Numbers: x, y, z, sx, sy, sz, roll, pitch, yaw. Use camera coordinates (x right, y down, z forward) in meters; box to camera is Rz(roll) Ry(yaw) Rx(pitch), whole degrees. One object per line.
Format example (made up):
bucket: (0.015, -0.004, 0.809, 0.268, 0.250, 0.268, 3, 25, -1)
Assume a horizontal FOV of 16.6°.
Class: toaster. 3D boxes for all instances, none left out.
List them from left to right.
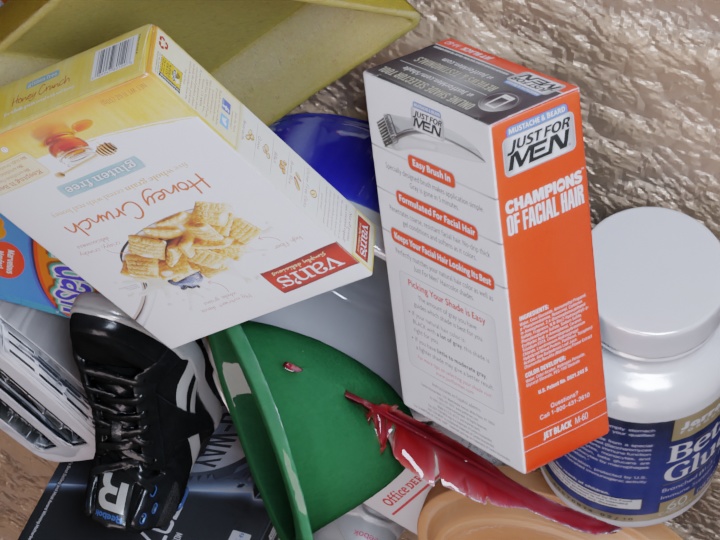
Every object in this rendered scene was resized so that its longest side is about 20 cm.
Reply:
toaster: (-0.200, 0.038, 1.627, 0.113, 0.129, 0.200, -8, 136, 47)

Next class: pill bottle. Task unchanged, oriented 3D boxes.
pill bottle: (0.156, 0.053, 1.377, 0.111, 0.111, 0.200, 19, 150, 13)

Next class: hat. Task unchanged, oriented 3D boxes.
hat: (0.021, 0.077, 1.452, 0.166, 0.176, 0.201, -159, 50, -77)

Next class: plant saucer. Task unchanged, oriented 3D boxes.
plant saucer: (-0.104, -0.125, 1.285, 0.200, 0.049, 0.200, 5, 159, -36)
plant saucer: (0.129, 0.195, 1.573, 0.200, 0.032, 0.201, 19, 148, 12)

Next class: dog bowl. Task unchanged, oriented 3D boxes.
dog bowl: (0.000, 0.000, 1.454, 0.200, 0.079, 0.200, 20, 151, 12)

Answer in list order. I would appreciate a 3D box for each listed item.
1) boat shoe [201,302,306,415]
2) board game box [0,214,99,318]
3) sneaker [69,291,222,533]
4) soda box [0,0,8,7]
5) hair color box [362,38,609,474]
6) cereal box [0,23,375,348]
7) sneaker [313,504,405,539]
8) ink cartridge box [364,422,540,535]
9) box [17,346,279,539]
boat shoe: (-0.065, 0.063, 1.564, 0.200, 0.071, 0.069, 66, 156, -5)
board game box: (-0.218, -0.041, 1.483, 0.199, 0.045, 0.152, 14, 145, -2)
sneaker: (-0.140, 0.100, 1.519, 0.073, 0.112, 0.200, 12, 158, 19)
soda box: (-0.191, -0.162, 1.351, 0.063, 0.069, 0.200, 34, 146, -14)
hair color box: (0.067, -0.008, 1.288, 0.111, 0.064, 0.201, 28, 134, 49)
cereal box: (-0.104, -0.039, 1.301, 0.144, 0.040, 0.200, -20, 138, 30)
sneaker: (-0.031, 0.224, 1.816, 0.078, 0.100, 0.200, 25, 151, -5)
ink cartridge box: (0.080, 0.138, 1.620, 0.200, 0.068, 0.115, 31, 149, -7)
box: (-0.121, 0.146, 1.663, 0.160, 0.200, 0.044, 16, 150, 20)
